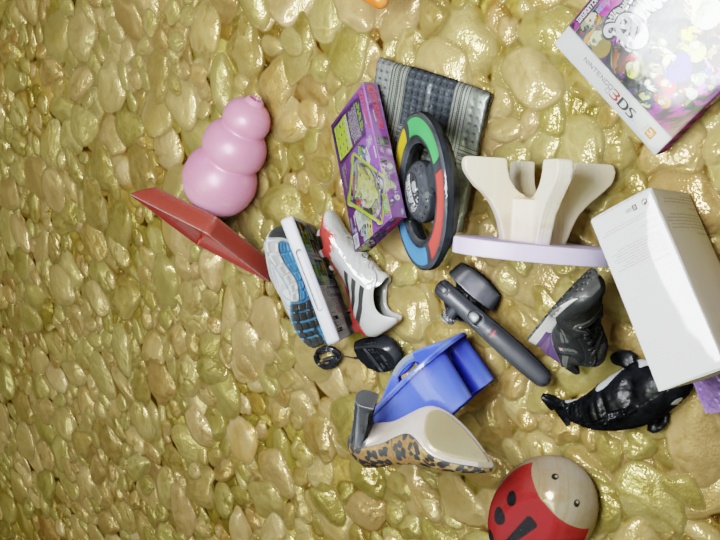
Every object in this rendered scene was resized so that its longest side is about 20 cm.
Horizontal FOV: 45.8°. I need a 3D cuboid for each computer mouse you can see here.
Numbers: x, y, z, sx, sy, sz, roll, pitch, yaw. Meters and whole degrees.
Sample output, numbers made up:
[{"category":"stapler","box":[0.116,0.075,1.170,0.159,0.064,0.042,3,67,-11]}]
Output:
[{"category":"computer mouse","box":[-0.005,0.129,1.341,0.198,0.034,0.059,-9,126,46]}]

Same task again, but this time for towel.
[{"category":"towel","box":[0.085,-0.173,1.183,0.191,0.034,0.203,24,115,30]}]

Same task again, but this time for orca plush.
[{"category":"orca plush","box":[0.307,0.158,1.049,0.198,0.071,0.107,-8,97,42]}]

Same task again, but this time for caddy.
[{"category":"caddy","box":[0.089,0.167,1.193,0.105,0.141,0.200,50,128,13]}]

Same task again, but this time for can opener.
[{"category":"can opener","box":[0.177,0.080,1.137,0.079,0.063,0.200,-47,74,16]}]

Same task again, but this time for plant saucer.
[{"category":"plant saucer","box":[-0.258,-0.066,1.423,0.198,0.200,0.037,26,80,34]}]

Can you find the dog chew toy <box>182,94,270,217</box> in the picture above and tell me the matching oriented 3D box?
[{"category":"dog chew toy","box":[-0.208,-0.188,1.370,0.124,0.124,0.202,41,118,24]}]

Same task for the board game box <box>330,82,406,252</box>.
[{"category":"board game box","box":[0.008,-0.142,1.187,0.120,0.032,0.204,135,128,-61]}]

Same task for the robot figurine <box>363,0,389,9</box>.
[{"category":"robot figurine","box":[0.039,-0.418,1.092,0.198,0.144,0.118,26,140,33]}]

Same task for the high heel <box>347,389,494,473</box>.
[{"category":"high heel","box":[0.076,0.241,1.118,0.197,0.072,0.144,23,138,16]}]

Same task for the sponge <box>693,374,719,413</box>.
[{"category":"sponge","box":[0.451,0.080,0.931,0.199,0.030,0.113,-27,83,43]}]

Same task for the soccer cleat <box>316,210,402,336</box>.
[{"category":"soccer cleat","box":[0.000,0.000,1.279,0.084,0.068,0.203,-19,90,30]}]

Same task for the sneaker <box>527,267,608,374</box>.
[{"category":"sneaker","box":[0.270,0.066,1.019,0.088,0.076,0.200,45,165,13]}]

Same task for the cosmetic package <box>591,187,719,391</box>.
[{"category":"cosmetic package","box":[0.344,0.019,0.932,0.084,0.107,0.203,-30,69,40]}]

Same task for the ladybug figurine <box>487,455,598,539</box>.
[{"category":"ladybug figurine","box":[0.237,0.338,1.158,0.136,0.071,0.201,45,127,22]}]

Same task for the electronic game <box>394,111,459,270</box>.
[{"category":"electronic game","box":[0.079,-0.102,1.099,0.200,0.041,0.204,176,90,-75]}]

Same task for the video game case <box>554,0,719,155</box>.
[{"category":"video game case","box":[0.337,-0.262,0.931,0.182,0.036,0.200,53,129,15]}]

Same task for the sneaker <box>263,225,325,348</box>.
[{"category":"sneaker","box":[-0.104,0.027,1.382,0.086,0.074,0.203,-12,98,68]}]

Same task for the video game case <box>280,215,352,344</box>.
[{"category":"video game case","box":[-0.059,0.015,1.259,0.022,0.200,0.185,-21,87,5]}]

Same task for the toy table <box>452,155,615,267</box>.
[{"category":"toy table","box":[0.211,-0.072,1.015,0.184,0.196,0.120,-158,71,-71]}]
